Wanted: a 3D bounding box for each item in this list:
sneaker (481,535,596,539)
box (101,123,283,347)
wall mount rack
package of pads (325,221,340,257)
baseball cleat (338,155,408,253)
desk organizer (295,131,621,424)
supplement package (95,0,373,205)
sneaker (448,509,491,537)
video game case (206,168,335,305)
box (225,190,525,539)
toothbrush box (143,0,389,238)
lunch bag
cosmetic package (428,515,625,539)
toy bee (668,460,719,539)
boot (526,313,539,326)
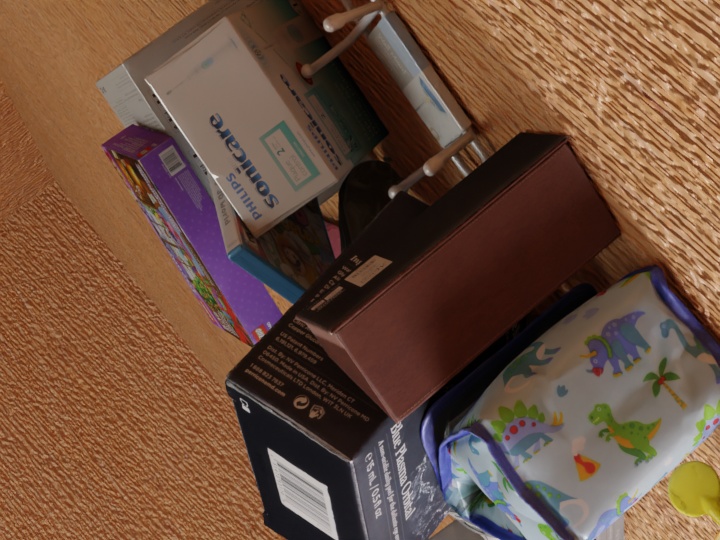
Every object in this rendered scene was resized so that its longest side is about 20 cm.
[{"bbox_3d":[0.132,0.205,1.371,0.200,0.075,0.090,39,164,38],"label":"sneaker"},{"bbox_3d":[-0.147,-0.031,1.456,0.201,0.039,0.137,59,166,-19],"label":"box"},{"bbox_3d":[0.023,-0.124,1.170,0.201,0.074,0.174,54,168,-1],"label":"wall mount rack"},{"bbox_3d":[-0.024,0.037,1.788,0.201,0.075,0.120,59,168,-21],"label":"package of pads"},{"bbox_3d":[0.000,0.000,1.376,0.202,0.069,0.107,-87,20,-45],"label":"baseball cleat"},{"bbox_3d":[0.065,0.002,1.062,0.077,0.199,0.072,55,167,-17],"label":"desk organizer"},{"bbox_3d":[-0.119,-0.135,1.508,0.201,0.146,0.191,56,167,-10],"label":"supplement package"},{"bbox_3d":[0.117,0.174,1.274,0.199,0.078,0.078,21,144,56],"label":"sneaker"},{"bbox_3d":[-0.071,-0.052,1.307,0.143,0.018,0.201,37,-155,-41],"label":"video game case"},{"bbox_3d":[0.020,0.091,1.185,0.117,0.200,0.198,29,151,26],"label":"box"},{"bbox_3d":[-0.067,-0.127,1.285,0.147,0.085,0.200,55,-161,-4],"label":"toothbrush box"},{"bbox_3d":[0.138,0.097,1.102,0.128,0.169,0.200,51,167,4],"label":"lunch bag"},{"bbox_3d":[0.134,0.252,1.470,0.090,0.199,0.107,47,168,27],"label":"cosmetic package"},{"bbox_3d":[0.256,0.196,1.078,0.131,0.108,0.201,38,160,46],"label":"toy bee"},{"bbox_3d":[0.147,0.089,1.326,0.202,0.069,0.174,67,167,-22],"label":"boot"}]
